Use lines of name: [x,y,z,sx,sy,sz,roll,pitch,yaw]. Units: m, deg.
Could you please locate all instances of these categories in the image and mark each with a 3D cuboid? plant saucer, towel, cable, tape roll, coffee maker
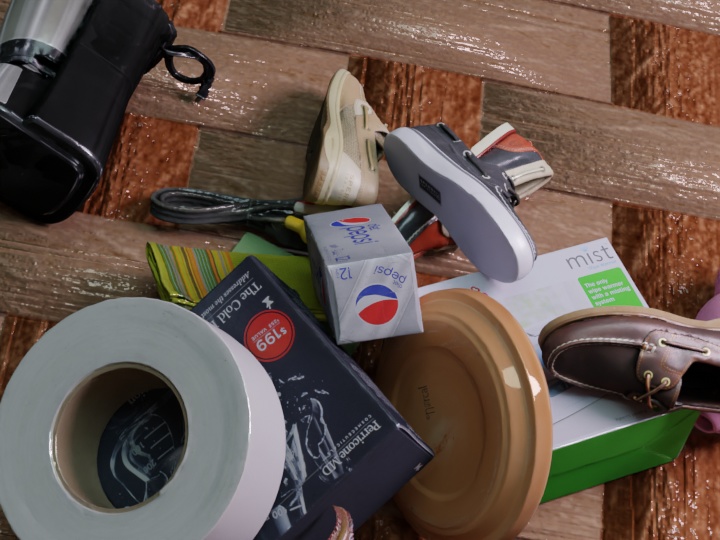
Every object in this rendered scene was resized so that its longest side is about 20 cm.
plant saucer: [0.069,0.114,1.466,0.032,0.201,0.201,-1,50,-36]
towel: [-0.075,0.009,1.598,0.199,0.018,0.086,4,35,-25]
cable: [-0.077,-0.057,1.666,0.199,0.051,0.097,17,34,5]
tape roll: [-0.155,0.124,1.360,0.201,0.071,0.204,-5,72,18]
coffee maker: [-0.238,-0.150,1.657,0.191,0.135,0.201,16,51,1]

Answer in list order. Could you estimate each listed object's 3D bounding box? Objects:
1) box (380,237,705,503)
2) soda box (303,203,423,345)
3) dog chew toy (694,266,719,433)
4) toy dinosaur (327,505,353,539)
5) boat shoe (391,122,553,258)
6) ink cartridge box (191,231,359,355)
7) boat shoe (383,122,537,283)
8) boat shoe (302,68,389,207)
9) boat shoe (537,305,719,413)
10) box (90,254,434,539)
box: [0.144,0.088,1.570,0.199,0.097,0.177,-14,58,-20]
soda box: [0.000,0.000,1.497,0.068,0.064,0.200,-9,13,-5]
dog chew toy: [0.334,0.056,1.621,0.124,0.125,0.200,32,61,14]
toy dinosaur: [-0.094,0.277,1.340,0.200,0.181,0.105,-26,77,-47]
boat shoe: [0.086,-0.053,1.687,0.063,0.071,0.200,46,60,9]
ink cartridge box: [-0.081,0.051,1.587,0.145,0.048,0.200,27,54,11]
boat shoe: [0.095,-0.063,1.593,0.066,0.070,0.200,-21,39,-22]
boat shoe: [-0.010,-0.109,1.696,0.064,0.072,0.200,17,33,-7]
boat shoe: [0.237,0.073,1.493,0.199,0.071,0.071,2,49,-10]
box: [-0.083,0.128,1.431,0.200,0.104,0.182,-43,66,1]
